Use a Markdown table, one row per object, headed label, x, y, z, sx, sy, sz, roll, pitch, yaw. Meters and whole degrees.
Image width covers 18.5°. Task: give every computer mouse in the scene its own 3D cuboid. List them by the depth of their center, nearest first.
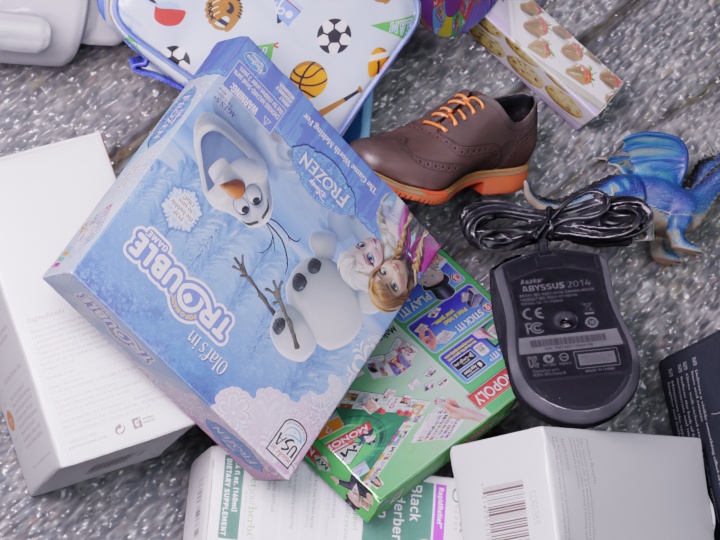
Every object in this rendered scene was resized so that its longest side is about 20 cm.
| label | x | y | z | sx | sy | sz | roll | pitch | yaw |
| --- | --- | --- | --- | --- | --- | --- | --- | --- | --- |
| computer mouse | 0.141 | 0.035 | 1.510 | 0.138 | 0.053 | 0.200 | -2 | 49 | -2 |

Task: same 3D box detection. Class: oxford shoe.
| label | x | y | z | sx | sy | sz | roll | pitch | yaw |
| --- | --- | --- | --- | --- | --- | --- | --- | --- | --- |
| oxford shoe | 0.054 | -0.093 | 1.527 | 0.071 | 0.073 | 0.200 | 30 | 23 | 28 |

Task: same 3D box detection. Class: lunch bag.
| label | x | y | z | sx | sy | sz | roll | pitch | yaw |
| --- | --- | --- | --- | --- | --- | --- | --- | --- | --- |
| lunch bag | -0.072 | -0.175 | 1.459 | 0.200 | 0.076 | 0.160 | 35 | 94 | -23 |

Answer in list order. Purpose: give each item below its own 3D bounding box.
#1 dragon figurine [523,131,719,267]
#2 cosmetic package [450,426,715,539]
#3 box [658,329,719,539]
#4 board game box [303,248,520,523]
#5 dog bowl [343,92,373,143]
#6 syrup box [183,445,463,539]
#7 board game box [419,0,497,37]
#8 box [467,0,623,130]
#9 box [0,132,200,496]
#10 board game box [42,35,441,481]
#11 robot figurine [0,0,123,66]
| label | x | y | z | sx | sy | sz | roll | pitch | yaw |
| --- | --- | --- | --- | --- | --- | --- | --- | --- | --- |
| dragon figurine | 0.206 | -0.065 | 1.619 | 0.199 | 0.059 | 0.100 | 14 | 72 | -14 |
| cosmetic package | 0.155 | 0.168 | 1.484 | 0.200 | 0.081 | 0.113 | 12 | 68 | -50 |
| box | 0.306 | 0.107 | 1.529 | 0.107 | 0.200 | 0.149 | -7 | 79 | -18 |
| board game box | 0.027 | 0.069 | 1.494 | 0.135 | 0.029 | 0.200 | 44 | 49 | 15 |
| dog bowl | -0.040 | -0.134 | 1.563 | 0.111 | 0.050 | 0.201 | 9 | 72 | -14 |
| syrup box | -0.014 | 0.174 | 1.477 | 0.199 | 0.081 | 0.079 | 9 | 73 | -13 |
| board game box | 0.094 | -0.254 | 1.522 | 0.039 | 0.200 | 0.158 | 17 | 36 | 27 |
| box | 0.105 | -0.186 | 1.629 | 0.200 | 0.041 | 0.039 | 42 | 68 | -4 |
| box | -0.192 | 0.030 | 1.436 | 0.097 | 0.124 | 0.200 | -17 | 82 | -21 |
| board game box | -0.068 | -0.007 | 1.389 | 0.200 | 0.043 | 0.199 | 46 | 64 | -24 |
| robot figurine | -0.253 | -0.197 | 1.480 | 0.199 | 0.113 | 0.170 | 1 | 32 | -20 |
